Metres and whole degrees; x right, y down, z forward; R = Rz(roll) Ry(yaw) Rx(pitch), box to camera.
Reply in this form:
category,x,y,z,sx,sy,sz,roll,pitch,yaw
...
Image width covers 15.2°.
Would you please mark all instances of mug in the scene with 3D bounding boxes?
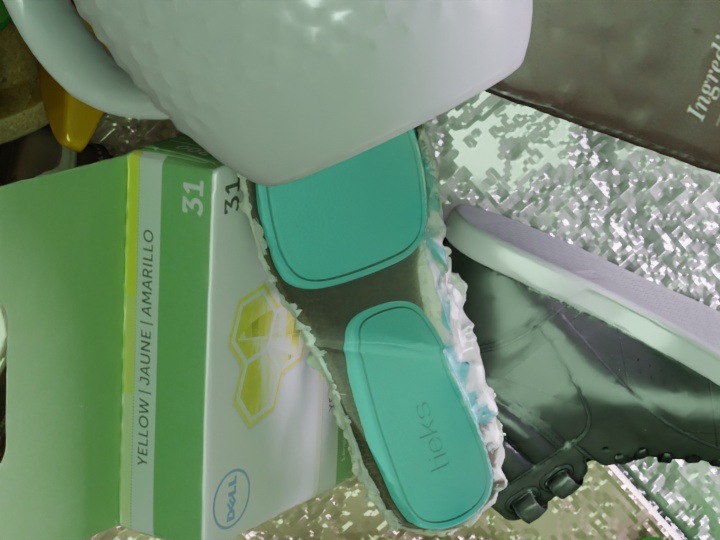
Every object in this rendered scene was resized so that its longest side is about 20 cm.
category,x,y,z,sx,sy,sz,roll,pitch,yaw
mug,-0.045,-0.116,0.817,0.199,0.147,0.176,-20,99,44

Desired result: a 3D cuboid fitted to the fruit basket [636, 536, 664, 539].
category,x,y,z,sx,sy,sz,roll,pitch,yaw
fruit basket,0.067,0.196,1.032,0.214,0.156,0.217,-12,121,-21

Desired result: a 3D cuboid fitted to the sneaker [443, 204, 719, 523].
category,x,y,z,sx,sy,sz,roll,pitch,yaw
sneaker,0.104,0.060,1.042,0.199,0.071,0.100,26,104,-5

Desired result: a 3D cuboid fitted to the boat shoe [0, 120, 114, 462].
category,x,y,z,sx,sy,sz,roll,pitch,yaw
boat shoe,-0.134,0.046,1.017,0.075,0.075,0.203,20,109,-25

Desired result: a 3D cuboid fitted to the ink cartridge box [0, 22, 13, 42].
category,x,y,z,sx,sy,sz,roll,pitch,yaw
ink cartridge box,-0.245,-0.081,0.987,0.199,0.041,0.200,28,101,-11

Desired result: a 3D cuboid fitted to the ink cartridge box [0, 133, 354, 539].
category,x,y,z,sx,sy,sz,roll,pitch,yaw
ink cartridge box,-0.070,0.029,0.959,0.048,0.200,0.146,12,108,29

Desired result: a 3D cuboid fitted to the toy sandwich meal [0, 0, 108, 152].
category,x,y,z,sx,sy,sz,roll,pitch,yaw
toy sandwich meal,-0.126,-0.128,0.913,0.204,0.070,0.206,-13,117,-27

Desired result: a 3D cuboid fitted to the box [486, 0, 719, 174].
category,x,y,z,sx,sy,sz,roll,pitch,yaw
box,0.126,-0.131,0.937,0.199,0.166,0.165,18,105,-10

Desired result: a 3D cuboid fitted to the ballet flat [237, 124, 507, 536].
category,x,y,z,sx,sy,sz,roll,pitch,yaw
ballet flat,0.000,0.000,0.959,0.071,0.072,0.201,-14,109,0
